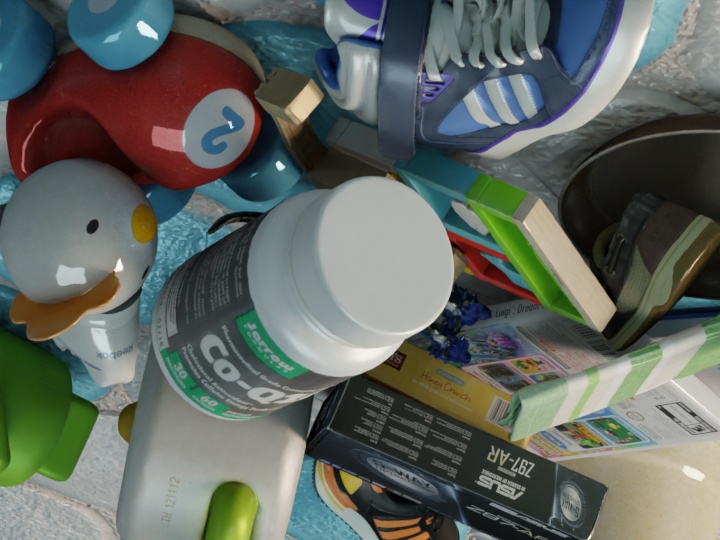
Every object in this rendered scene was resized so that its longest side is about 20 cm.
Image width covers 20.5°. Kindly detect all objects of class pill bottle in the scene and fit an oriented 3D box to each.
[{"bbox_3d":[-0.036,0.017,1.202,0.113,0.114,0.200,24,153,-24],"label":"pill bottle"}]

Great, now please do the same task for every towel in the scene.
[{"bbox_3d":[0.189,0.059,1.304,0.199,0.024,0.153,-20,168,-5],"label":"towel"}]

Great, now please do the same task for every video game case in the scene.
[{"bbox_3d":[0.150,0.080,1.453,0.181,0.024,0.200,-12,143,41],"label":"video game case"}]

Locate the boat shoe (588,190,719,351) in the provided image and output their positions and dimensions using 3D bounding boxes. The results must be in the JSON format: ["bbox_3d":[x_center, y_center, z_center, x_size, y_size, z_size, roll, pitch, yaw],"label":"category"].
[{"bbox_3d":[0.178,-0.005,1.254,0.065,0.073,0.200,44,163,8],"label":"boat shoe"}]

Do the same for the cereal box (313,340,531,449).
[{"bbox_3d":[0.042,0.101,1.485,0.143,0.040,0.200,26,165,-3],"label":"cereal box"}]

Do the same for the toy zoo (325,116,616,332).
[{"bbox_3d":[0.058,-0.034,1.253,0.199,0.021,0.131,25,163,41],"label":"toy zoo"}]

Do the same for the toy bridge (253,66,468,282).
[{"bbox_3d":[-0.005,-0.056,1.229,0.067,0.027,0.200,27,165,46],"label":"toy bridge"}]

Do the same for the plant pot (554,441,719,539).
[{"bbox_3d":[0.205,0.233,1.600,0.199,0.184,0.201,7,150,4],"label":"plant pot"}]

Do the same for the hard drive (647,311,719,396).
[{"bbox_3d":[0.234,0.074,1.472,0.199,0.025,0.132,-5,147,23],"label":"hard drive"}]

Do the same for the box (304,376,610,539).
[{"bbox_3d":[0.064,0.142,1.424,0.199,0.044,0.160,24,167,-3],"label":"box"}]

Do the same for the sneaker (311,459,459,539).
[{"bbox_3d":[0.045,0.203,1.710,0.090,0.070,0.200,-9,144,35],"label":"sneaker"}]

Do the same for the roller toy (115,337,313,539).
[{"bbox_3d":[-0.115,0.127,1.511,0.139,0.184,0.200,12,173,-4],"label":"roller toy"}]

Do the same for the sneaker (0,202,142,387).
[{"bbox_3d":[-0.199,0.009,1.337,0.074,0.200,0.088,-11,120,-18],"label":"sneaker"}]

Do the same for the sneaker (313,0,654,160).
[{"bbox_3d":[0.055,-0.129,1.111,0.146,0.081,0.200,17,156,-22],"label":"sneaker"}]

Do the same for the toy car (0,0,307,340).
[{"bbox_3d":[-0.149,-0.044,1.200,0.176,0.201,0.184,-10,146,31],"label":"toy car"}]

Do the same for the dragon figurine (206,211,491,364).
[{"bbox_3d":[0.000,0.000,1.336,0.200,0.059,0.099,31,174,-35],"label":"dragon figurine"}]

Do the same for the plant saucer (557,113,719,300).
[{"bbox_3d":[0.226,-0.043,1.263,0.199,0.032,0.201,8,151,4],"label":"plant saucer"}]

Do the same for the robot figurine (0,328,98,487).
[{"bbox_3d":[-0.311,0.099,1.585,0.199,0.116,0.175,29,176,-32],"label":"robot figurine"}]
